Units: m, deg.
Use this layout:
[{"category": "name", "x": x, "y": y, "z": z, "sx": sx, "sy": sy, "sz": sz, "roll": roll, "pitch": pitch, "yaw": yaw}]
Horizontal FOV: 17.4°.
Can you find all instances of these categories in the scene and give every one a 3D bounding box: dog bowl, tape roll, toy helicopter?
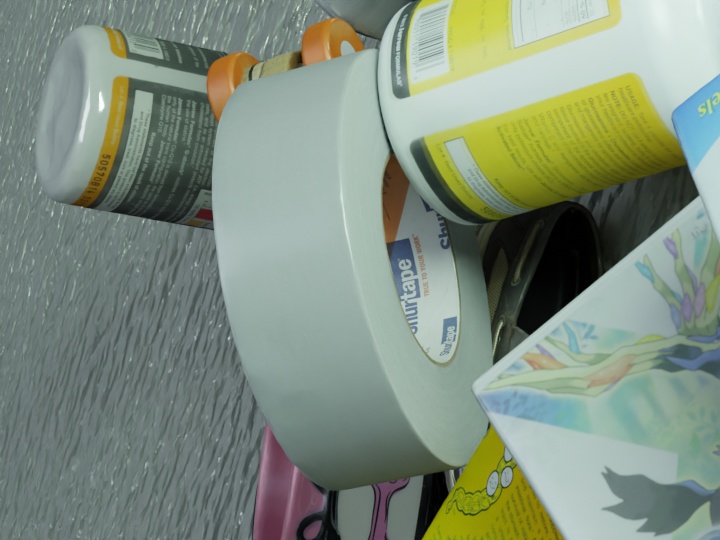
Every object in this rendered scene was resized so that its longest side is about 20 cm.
[{"category": "dog bowl", "x": -0.012, "y": 0.112, "z": 1.285, "sx": 0.200, "sy": 0.073, "sz": 0.201, "roll": -173, "pitch": 90, "yaw": -82}, {"category": "tape roll", "x": 0.000, "y": 0.000, "z": 1.113, "sx": 0.066, "sy": 0.200, "sz": 0.201, "roll": -12, "pitch": 61, "yaw": 18}, {"category": "toy helicopter", "x": -0.019, "y": -0.025, "z": 1.249, "sx": 0.079, "sy": 0.132, "sz": 0.201, "roll": -17, "pitch": 51, "yaw": 27}]

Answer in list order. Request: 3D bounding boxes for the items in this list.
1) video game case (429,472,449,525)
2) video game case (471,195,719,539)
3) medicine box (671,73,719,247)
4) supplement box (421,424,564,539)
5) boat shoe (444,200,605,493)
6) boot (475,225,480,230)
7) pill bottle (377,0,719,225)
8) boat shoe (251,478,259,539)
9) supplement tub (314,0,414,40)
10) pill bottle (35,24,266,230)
[{"category": "video game case", "x": 0.039, "y": 0.174, "z": 1.324, "sx": 0.182, "sy": 0.023, "sz": 0.201, "roll": 124, "pitch": 148, "yaw": -44}, {"category": "video game case", "x": 0.161, "y": 0.050, "z": 0.922, "sx": 0.200, "sy": 0.022, "sz": 0.183, "roll": -40, "pitch": 52, "yaw": 10}, {"category": "medicine box", "x": 0.226, "y": -0.020, "z": 0.799, "sx": 0.182, "sy": 0.103, "sz": 0.201, "roll": -39, "pitch": 41, "yaw": 24}, {"category": "supplement box", "x": 0.097, "y": 0.150, "z": 1.090, "sx": 0.201, "sy": 0.108, "sz": 0.110, "roll": -62, "pitch": 30, "yaw": 35}, {"category": "boat shoe", "x": 0.088, "y": 0.055, "z": 1.195, "sx": 0.073, "sy": 0.074, "sz": 0.201, "roll": 146, "pitch": 128, "yaw": -59}, {"category": "boot", "x": 0.015, "y": 0.003, "z": 1.386, "sx": 0.154, "sy": 0.072, "sz": 0.201, "roll": -12, "pitch": 66, "yaw": 63}, {"category": "pill bottle", "x": 0.115, "y": -0.097, "z": 1.074, "sx": 0.199, "sy": 0.112, "sz": 0.113, "roll": -16, "pitch": 63, "yaw": 31}, {"category": "boat shoe", "x": -0.042, "y": 0.204, "z": 1.432, "sx": 0.068, "sy": 0.071, "sz": 0.201, "roll": -43, "pitch": 45, "yaw": 48}, {"category": "supplement tub", "x": 0.049, "y": -0.213, "z": 1.212, "sx": 0.200, "sy": 0.122, "sz": 0.123, "roll": -41, "pitch": 44, "yaw": 54}, {"category": "pill bottle", "x": -0.100, "y": -0.085, "z": 1.519, "sx": 0.116, "sy": 0.199, "sz": 0.117, "roll": -169, "pitch": 90, "yaw": -66}]
